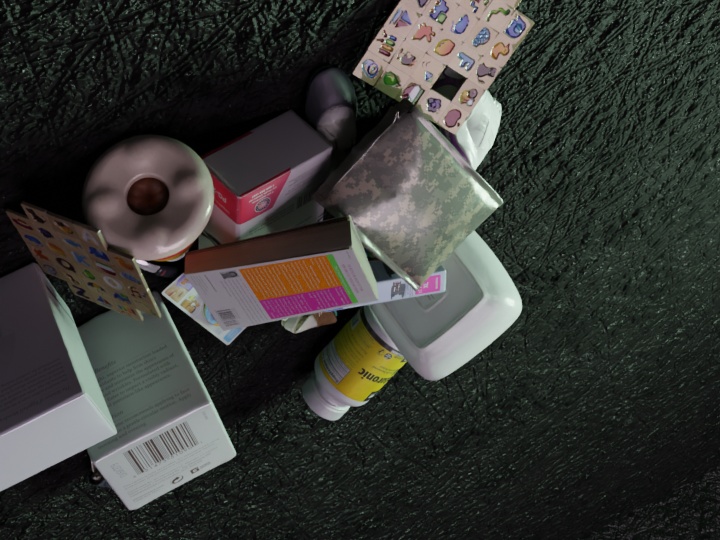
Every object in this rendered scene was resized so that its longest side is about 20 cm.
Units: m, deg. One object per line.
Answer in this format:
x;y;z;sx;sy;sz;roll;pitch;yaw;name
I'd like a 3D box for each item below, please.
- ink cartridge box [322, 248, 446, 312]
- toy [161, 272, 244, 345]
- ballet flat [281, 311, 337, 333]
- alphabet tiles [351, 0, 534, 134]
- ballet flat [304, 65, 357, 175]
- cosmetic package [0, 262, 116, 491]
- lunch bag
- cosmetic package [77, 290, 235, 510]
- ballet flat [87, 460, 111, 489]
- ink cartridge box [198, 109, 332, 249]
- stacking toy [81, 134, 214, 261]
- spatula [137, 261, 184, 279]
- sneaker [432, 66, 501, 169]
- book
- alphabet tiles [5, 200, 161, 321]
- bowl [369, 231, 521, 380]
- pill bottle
0.000;0.000;1.451;0.199;0.119;0.042;-11;123;-13;ink cartridge box
-0.174;0.039;1.500;0.115;0.047;0.200;-44;147;-3;toy
-0.090;0.045;1.568;0.072;0.068;0.200;-59;154;-18;ballet flat
0.108;-0.278;1.304;0.167;0.008;0.200;26;109;-31;alphabet tiles
-0.030;-0.159;1.354;0.073;0.073;0.200;-20;146;-18;ballet flat
-0.423;0.135;1.297;0.199;0.200;0.123;-26;147;-7;cosmetic package
0.048;-0.100;1.340;0.164;0.118;0.200;-46;133;2;lunch bag
-0.289;0.172;1.460;0.164;0.200;0.165;-26;147;-9;cosmetic package
-0.367;0.263;1.651;0.074;0.074;0.200;-6;136;-35;ballet flat
-0.120;-0.074;1.348;0.145;0.084;0.200;-32;152;-30;ink cartridge box
-0.237;-0.060;1.296;0.146;0.146;0.200;-26;167;-9;stacking toy
-0.271;-0.008;1.400;0.057;0.021;0.200;-45;146;18;spatula
0.139;-0.216;1.438;0.100;0.075;0.200;-46;151;-27;sneaker
-0.090;0.012;1.302;0.199;0.048;0.134;-11;144;9;book
-0.313;-0.007;1.256;0.200;0.166;0.006;82;32;-59;alphabet tiles
0.109;0.034;1.602;0.200;0.200;0.075;-40;157;11;bowl
-0.003;0.144;1.750;0.111;0.111;0.200;11;129;-47;pill bottle
